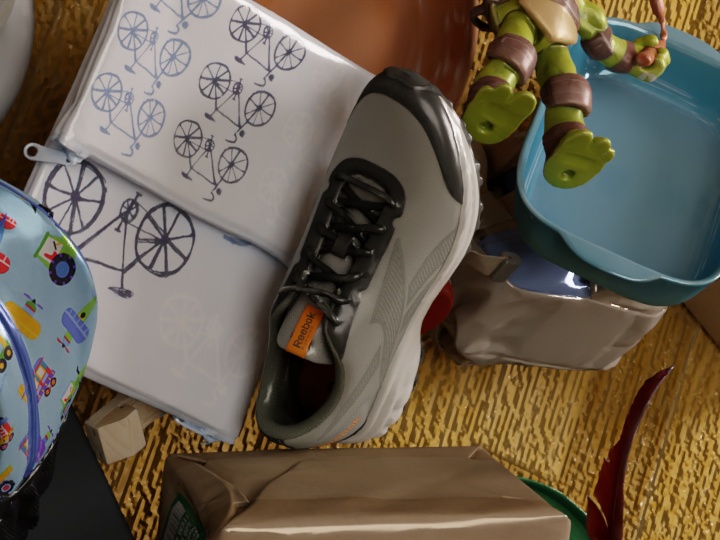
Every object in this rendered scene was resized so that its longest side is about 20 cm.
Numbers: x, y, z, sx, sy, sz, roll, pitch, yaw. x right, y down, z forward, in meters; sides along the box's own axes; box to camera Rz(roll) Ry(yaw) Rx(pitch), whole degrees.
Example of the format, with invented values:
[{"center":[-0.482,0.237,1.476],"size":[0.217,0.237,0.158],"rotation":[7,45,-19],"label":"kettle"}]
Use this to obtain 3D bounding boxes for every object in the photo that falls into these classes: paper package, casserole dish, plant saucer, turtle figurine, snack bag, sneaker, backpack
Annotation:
[{"center":[-0.006,0.196,1.223],"size":[0.189,0.103,0.201],"rotation":[0,106,-22],"label":"paper package"},{"center":[0.142,-0.053,1.291],"size":[0.121,0.039,0.201],"rotation":[24,45,0],"label":"casserole dish"},{"center":[-0.025,-0.096,1.270],"size":[0.200,0.037,0.201],"rotation":[-29,139,-28],"label":"plant saucer"},{"center":[0.083,-0.130,1.253],"size":[0.200,0.064,0.162],"rotation":[40,42,-35],"label":"turtle figurine"},{"center":[-0.082,-0.031,1.177],"size":[0.188,0.021,0.201],"rotation":[28,85,-46],"label":"snack bag"},{"center":[0.000,0.000,1.197],"size":[0.079,0.074,0.201],"rotation":[-17,128,-52],"label":"sneaker"},{"center":[-0.208,0.042,1.049],"size":[0.182,0.200,0.135],"rotation":[27,45,-1],"label":"backpack"}]

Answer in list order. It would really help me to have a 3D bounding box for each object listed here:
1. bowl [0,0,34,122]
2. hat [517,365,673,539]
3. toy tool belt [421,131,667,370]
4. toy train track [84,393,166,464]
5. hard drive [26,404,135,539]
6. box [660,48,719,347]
[{"center":[-0.219,-0.131,1.142],"size":[0.200,0.090,0.202],"rotation":[19,62,-40],"label":"bowl"},{"center":[0.119,0.183,1.301],"size":[0.200,0.176,0.166],"rotation":[51,63,-17],"label":"hat"},{"center":[0.067,-0.016,1.337],"size":[0.199,0.125,0.123],"rotation":[6,48,-37],"label":"toy tool belt"},{"center":[-0.056,0.034,1.257],"size":[0.200,0.032,0.115],"rotation":[-39,134,-34],"label":"toy train track"},{"center":[-0.211,0.114,1.151],"size":[0.199,0.033,0.140],"rotation":[-11,57,-31],"label":"hard drive"},{"center":[0.219,-0.024,1.433],"size":[0.200,0.095,0.078],"rotation":[48,65,-17],"label":"box"}]
